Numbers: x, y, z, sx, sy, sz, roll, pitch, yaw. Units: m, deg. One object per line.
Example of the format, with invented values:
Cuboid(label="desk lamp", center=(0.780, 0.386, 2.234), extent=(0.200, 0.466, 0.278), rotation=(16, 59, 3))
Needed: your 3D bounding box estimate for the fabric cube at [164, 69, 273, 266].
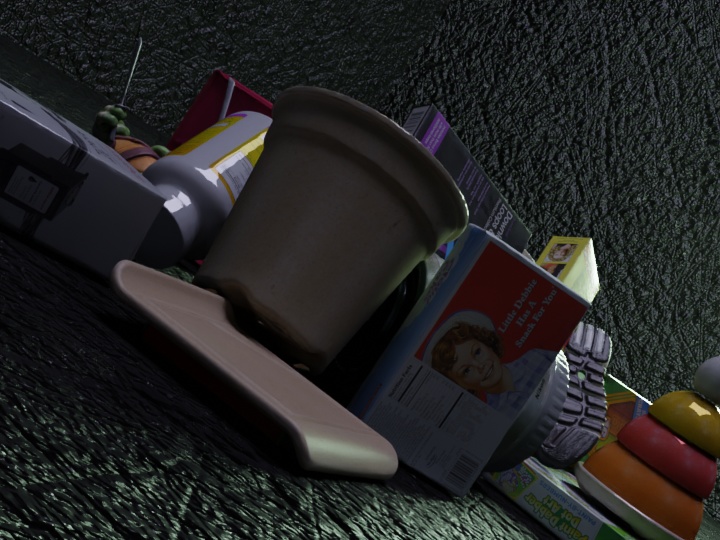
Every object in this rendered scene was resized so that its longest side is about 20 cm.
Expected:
Cuboid(label="fabric cube", center=(-0.109, -0.083, 1.504), extent=(0.196, 0.200, 0.199), rotation=(37, 4, 31))

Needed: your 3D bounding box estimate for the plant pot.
Cuboid(label="plant pot", center=(-0.040, -0.021, 1.084), extent=(0.200, 0.184, 0.201), rotation=(30, -21, 13))

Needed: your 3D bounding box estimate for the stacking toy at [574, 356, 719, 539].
Cuboid(label="stacking toy", center=(0.329, 0.175, 1.315), extent=(0.146, 0.200, 0.146), rotation=(34, 2, -2))

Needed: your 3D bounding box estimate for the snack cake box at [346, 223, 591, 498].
Cuboid(label="snack cake box", center=(0.089, 0.075, 1.083), extent=(0.115, 0.200, 0.067), rotation=(33, 2, -12))

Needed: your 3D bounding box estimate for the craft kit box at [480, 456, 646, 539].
Cuboid(label="craft kit box", center=(0.243, 0.264, 1.303), extent=(0.200, 0.049, 0.197), rotation=(36, 6, 34))

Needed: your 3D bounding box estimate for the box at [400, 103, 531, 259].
Cuboid(label="box", center=(0.089, -0.050, 1.308), extent=(0.036, 0.143, 0.200), rotation=(-4, -43, 46))

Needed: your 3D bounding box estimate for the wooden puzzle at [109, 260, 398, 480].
Cuboid(label="wooden puzzle", center=(-0.075, 0.079, 0.908), extent=(0.200, 0.037, 0.185), rotation=(40, 5, 23))

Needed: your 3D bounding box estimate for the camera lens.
Cuboid(label="camera lens", center=(0.078, 0.085, 1.213), extent=(0.200, 0.160, 0.160), rotation=(33, 3, -25))

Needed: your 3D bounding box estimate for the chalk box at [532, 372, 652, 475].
Cuboid(label="chalk box", center=(0.291, 0.212, 1.541), extent=(0.200, 0.125, 0.124), rotation=(31, -19, -35))

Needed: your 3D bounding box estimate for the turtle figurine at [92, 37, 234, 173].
Cuboid(label="turtle figurine", center=(-0.205, -0.126, 1.343), extent=(0.194, 0.200, 0.144), rotation=(58, 0, 29))

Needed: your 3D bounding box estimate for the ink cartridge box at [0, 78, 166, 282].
Cuboid(label="ink cartridge box", center=(-0.265, -0.088, 0.975), extent=(0.200, 0.084, 0.145), rotation=(32, 4, -36))

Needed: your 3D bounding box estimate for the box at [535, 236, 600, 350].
Cuboid(label="box", center=(0.202, 0.044, 1.387), extent=(0.050, 0.200, 0.076), rotation=(3, -58, 30))

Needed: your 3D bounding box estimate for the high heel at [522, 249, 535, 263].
Cuboid(label="high heel", center=(0.146, 0.023, 1.485), extent=(0.142, 0.071, 0.201), rotation=(28, -38, 53))

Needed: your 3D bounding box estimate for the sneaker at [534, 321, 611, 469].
Cuboid(label="sneaker", center=(0.222, 0.160, 1.402), extent=(0.075, 0.200, 0.116), rotation=(24, -43, 5))

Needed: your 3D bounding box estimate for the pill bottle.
Cuboid(label="pill bottle", center=(-0.148, -0.076, 1.236), extent=(0.104, 0.104, 0.200), rotation=(34, 36, 9))
